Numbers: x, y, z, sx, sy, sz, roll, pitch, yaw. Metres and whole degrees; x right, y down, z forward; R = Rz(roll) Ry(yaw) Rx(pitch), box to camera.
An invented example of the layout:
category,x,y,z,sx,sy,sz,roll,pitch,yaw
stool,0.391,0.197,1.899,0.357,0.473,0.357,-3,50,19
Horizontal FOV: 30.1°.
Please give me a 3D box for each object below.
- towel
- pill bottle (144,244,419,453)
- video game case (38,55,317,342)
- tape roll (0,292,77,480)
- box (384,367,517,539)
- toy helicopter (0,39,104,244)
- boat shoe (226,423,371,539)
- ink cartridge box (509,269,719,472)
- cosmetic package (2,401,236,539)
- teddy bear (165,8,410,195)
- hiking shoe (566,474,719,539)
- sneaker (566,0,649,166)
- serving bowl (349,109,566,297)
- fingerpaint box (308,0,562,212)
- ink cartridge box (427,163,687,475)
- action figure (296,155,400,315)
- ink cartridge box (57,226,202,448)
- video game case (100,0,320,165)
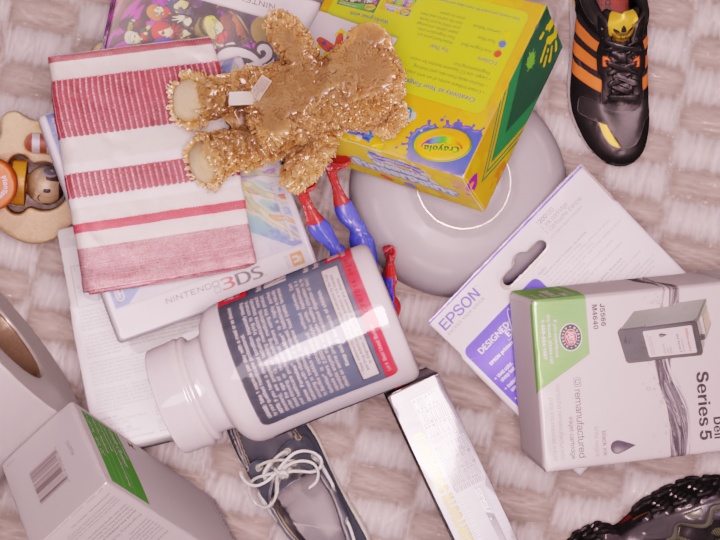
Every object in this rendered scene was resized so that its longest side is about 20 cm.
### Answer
category,x,y,z,sx,sy,sz,roll,pitch,yaw
towel,-0.173,-0.088,1.107,0.144,0.023,0.200,-9,84,-14
pill bottle,-0.065,0.068,1.076,0.200,0.120,0.120,-22,88,1
video game case,-0.152,-0.063,1.131,0.182,0.022,0.200,-20,88,-16
tape roll,-0.353,0.089,1.115,0.139,0.203,0.203,-39,88,-1
box,0.082,0.183,1.136,0.048,0.158,0.200,-25,89,-1
toy helicopter,-0.252,-0.112,1.185,0.132,0.079,0.200,33,92,-11
boat shoe,-0.060,0.189,1.182,0.075,0.062,0.200,-30,86,4
ink cartridge box,0.237,0.082,1.133,0.200,0.084,0.146,-6,95,-7
cosmetic package,-0.189,0.209,1.103,0.085,0.200,0.108,-43,45,4
teddy bear,-0.059,-0.134,1.086,0.200,0.067,0.145,-33,78,4
hiking shoe,0.273,0.253,1.186,0.200,0.076,0.101,-25,97,7
sneaker,0.223,-0.194,1.187,0.070,0.090,0.200,-4,87,-1
serving bowl,0.090,-0.076,1.194,0.200,0.066,0.200,0,87,-1
fingerpaint box,0.046,-0.161,1.144,0.200,0.073,0.167,20,76,27
ink cartridge box,0.192,0.042,1.188,0.198,0.043,0.200,-45,99,-1
action figure,0.000,0.000,1.167,0.065,0.052,0.200,-41,124,-31
ink cartridge box,-0.167,0.047,1.166,0.160,0.047,0.200,-13,79,-2
video game case,-0.142,-0.163,1.179,0.181,0.036,0.200,13,89,-20
